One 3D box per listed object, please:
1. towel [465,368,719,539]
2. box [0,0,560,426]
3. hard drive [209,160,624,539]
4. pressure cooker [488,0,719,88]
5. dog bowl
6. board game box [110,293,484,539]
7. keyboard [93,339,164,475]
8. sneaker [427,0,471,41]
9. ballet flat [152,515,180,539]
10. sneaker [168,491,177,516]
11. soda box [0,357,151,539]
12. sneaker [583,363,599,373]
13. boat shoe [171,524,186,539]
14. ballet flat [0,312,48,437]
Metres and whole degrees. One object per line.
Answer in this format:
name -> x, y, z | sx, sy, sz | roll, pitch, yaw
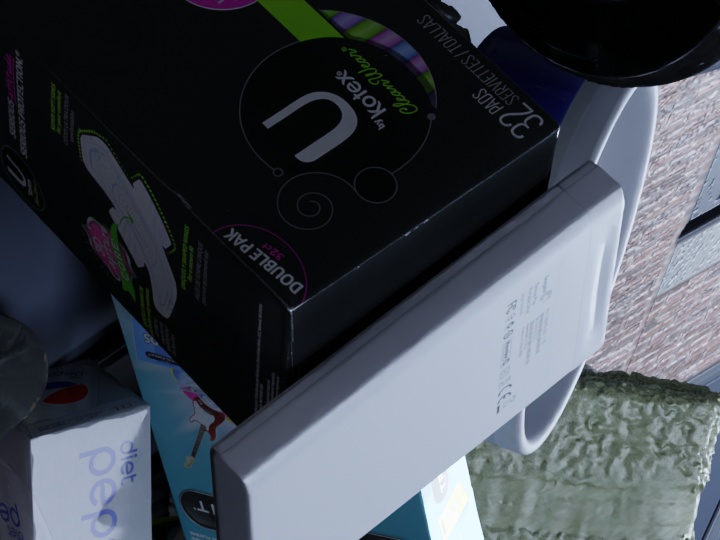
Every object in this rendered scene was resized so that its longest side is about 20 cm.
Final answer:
towel -> 0.096, 0.118, 1.556 | 0.199, 0.037, 0.149 | 5, 111, -10
box -> -0.040, -0.051, 1.173 | 0.148, 0.200, 0.124 | -35, 155, -24
hard drive -> 0.024, 0.051, 1.158 | 0.200, 0.027, 0.132 | -37, 156, -20
pressure cooker -> 0.163, -0.180, 1.320 | 0.200, 0.175, 0.179 | -18, 114, -49
dog bowl -> 0.078, -0.016, 1.389 | 0.200, 0.079, 0.201 | 19, 90, -77
board game box -> -0.031, 0.059, 1.330 | 0.047, 0.150, 0.201 | -51, 140, -41
keyboard -> -0.103, 0.063, 1.459 | 0.200, 0.021, 0.127 | -34, 146, -23
sneaker -> -0.030, -0.050, 1.359 | 0.085, 0.078, 0.201 | 7, 115, -51
ballet flat -> -0.120, 0.164, 1.495 | 0.199, 0.067, 0.067 | 6, 169, -39
sneaker -> -0.065, 0.165, 1.584 | 0.074, 0.087, 0.200 | -22, 146, -42
soda box -> -0.144, 0.149, 1.376 | 0.068, 0.063, 0.201 | -14, 119, -31
sneaker -> 0.057, 0.118, 1.605 | 0.200, 0.089, 0.075 | -25, 137, 27
boat shoe -> -0.052, 0.146, 1.450 | 0.071, 0.064, 0.201 | 56, 46, -48
ballet flat -> -0.216, 0.055, 1.252 | 0.200, 0.057, 0.067 | -13, 95, -50
